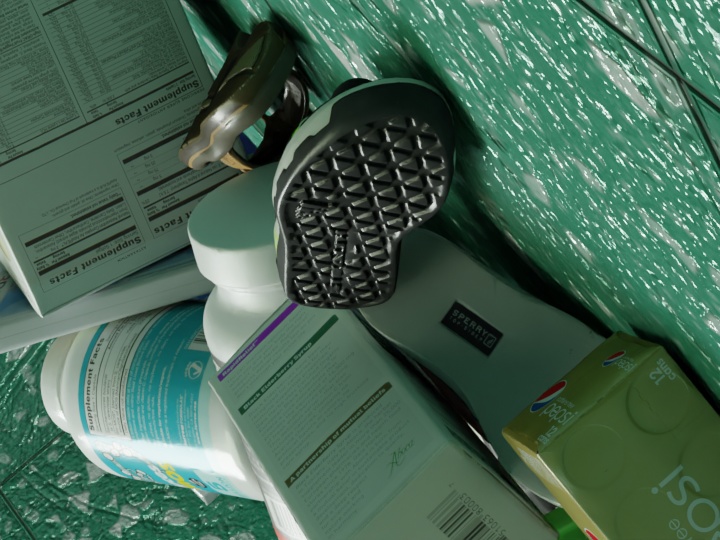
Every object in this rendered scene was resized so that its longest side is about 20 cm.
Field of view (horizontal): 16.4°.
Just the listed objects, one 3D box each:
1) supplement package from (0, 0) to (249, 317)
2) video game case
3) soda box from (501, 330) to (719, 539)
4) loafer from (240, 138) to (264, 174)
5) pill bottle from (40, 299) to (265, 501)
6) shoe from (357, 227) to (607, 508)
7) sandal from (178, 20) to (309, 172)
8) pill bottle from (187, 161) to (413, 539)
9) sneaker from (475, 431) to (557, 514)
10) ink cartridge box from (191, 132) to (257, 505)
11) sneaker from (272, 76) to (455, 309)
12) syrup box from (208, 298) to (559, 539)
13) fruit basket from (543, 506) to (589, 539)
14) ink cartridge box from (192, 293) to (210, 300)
[{"bbox_3d":[-0.176,-0.109,1.467,0.200,0.150,0.152,67,169,-21],"label":"supplement package"},{"bbox_3d":[-0.139,-0.013,1.519,0.182,0.200,0.022,-73,-35,-66],"label":"video game case"},{"bbox_3d":[0.148,0.121,1.003,0.200,0.068,0.064,50,176,-10],"label":"soda box"},{"bbox_3d":[0.000,0.000,1.403,0.200,0.071,0.073,48,175,25],"label":"loafer"},{"bbox_3d":[-0.098,0.072,1.461,0.200,0.111,0.111,5,142,45],"label":"pill bottle"},{"bbox_3d":[0.084,0.055,1.126,0.200,0.072,0.091,40,-177,43],"label":"shoe"},{"bbox_3d":[-0.052,-0.087,1.319,0.055,0.082,0.200,28,171,-8],"label":"sandal"},{"bbox_3d":[-0.015,0.049,1.310,0.116,0.116,0.200,42,153,60],"label":"pill bottle"},{"bbox_3d":[0.108,0.111,1.254,0.200,0.073,0.112,53,176,-14],"label":"sneaker"},{"bbox_3d":[-0.098,0.022,1.715,0.200,0.200,0.041,47,171,12],"label":"ink cartridge box"},{"bbox_3d":[-0.007,-0.051,1.075,0.200,0.072,0.083,118,154,-66],"label":"sneaker"},{"bbox_3d":[0.006,0.084,1.152,0.079,0.081,0.200,44,-176,-28],"label":"syrup box"},{"bbox_3d":[0.124,0.175,1.188,0.156,0.216,0.216,51,175,-10],"label":"fruit basket"},{"bbox_3d":[-0.014,0.068,1.605,0.200,0.147,0.146,50,175,7],"label":"ink cartridge box"}]
